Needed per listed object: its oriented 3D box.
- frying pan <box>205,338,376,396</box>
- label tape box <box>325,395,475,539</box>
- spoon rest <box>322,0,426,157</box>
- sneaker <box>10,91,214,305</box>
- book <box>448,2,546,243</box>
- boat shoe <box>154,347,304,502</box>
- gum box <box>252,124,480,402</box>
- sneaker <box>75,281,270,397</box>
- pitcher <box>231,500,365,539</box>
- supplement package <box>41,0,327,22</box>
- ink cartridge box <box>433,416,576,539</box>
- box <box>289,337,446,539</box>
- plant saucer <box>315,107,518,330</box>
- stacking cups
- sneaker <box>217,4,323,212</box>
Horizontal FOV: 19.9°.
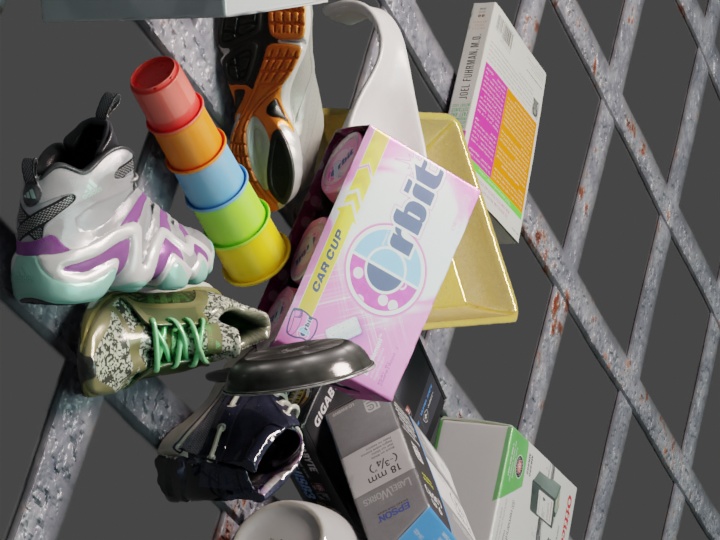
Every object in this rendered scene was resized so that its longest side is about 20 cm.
[{"bbox_3d":[-0.053,0.069,1.534,0.190,0.114,0.031,-155,-125,-78],"label":"frying pan"},{"bbox_3d":[0.048,0.214,1.681,0.144,0.063,0.200,54,11,-47],"label":"label tape box"},{"bbox_3d":[0.014,-0.141,1.726,0.099,0.061,0.201,11,61,-46],"label":"spoon rest"},{"bbox_3d":[-0.167,-0.055,1.437,0.200,0.077,0.141,-13,104,-62],"label":"sneaker"},{"bbox_3d":[0.130,-0.146,2.037,0.134,0.048,0.201,48,50,-50],"label":"book"},{"bbox_3d":[-0.073,0.118,1.612,0.200,0.092,0.075,-52,136,-48],"label":"boat shoe"},{"bbox_3d":[0.000,0.000,1.631,0.113,0.066,0.201,29,76,-23],"label":"gum box"},{"bbox_3d":[-0.133,0.046,1.497,0.200,0.088,0.077,-23,112,-60],"label":"sneaker"},{"bbox_3d":[-0.014,0.281,1.656,0.121,0.171,0.200,-54,141,-24],"label":"pitcher"},{"bbox_3d":[-0.126,-0.278,1.420,0.151,0.151,0.201,-22,111,-61],"label":"supplement package"},{"bbox_3d":[0.136,0.247,2.030,0.200,0.084,0.147,43,55,-56],"label":"ink cartridge box"},{"bbox_3d":[0.000,0.123,1.803,0.200,0.049,0.199,-65,146,-38],"label":"box"},{"bbox_3d":[0.037,-0.037,1.782,0.200,0.048,0.201,-3,71,-50],"label":"plant saucer"},{"bbox_3d":[-0.120,-0.073,1.557,0.200,0.060,0.061,59,42,-40],"label":"stacking cups"},{"bbox_3d":[-0.065,-0.152,1.647,0.092,0.075,0.201,-26,122,-67],"label":"sneaker"}]
